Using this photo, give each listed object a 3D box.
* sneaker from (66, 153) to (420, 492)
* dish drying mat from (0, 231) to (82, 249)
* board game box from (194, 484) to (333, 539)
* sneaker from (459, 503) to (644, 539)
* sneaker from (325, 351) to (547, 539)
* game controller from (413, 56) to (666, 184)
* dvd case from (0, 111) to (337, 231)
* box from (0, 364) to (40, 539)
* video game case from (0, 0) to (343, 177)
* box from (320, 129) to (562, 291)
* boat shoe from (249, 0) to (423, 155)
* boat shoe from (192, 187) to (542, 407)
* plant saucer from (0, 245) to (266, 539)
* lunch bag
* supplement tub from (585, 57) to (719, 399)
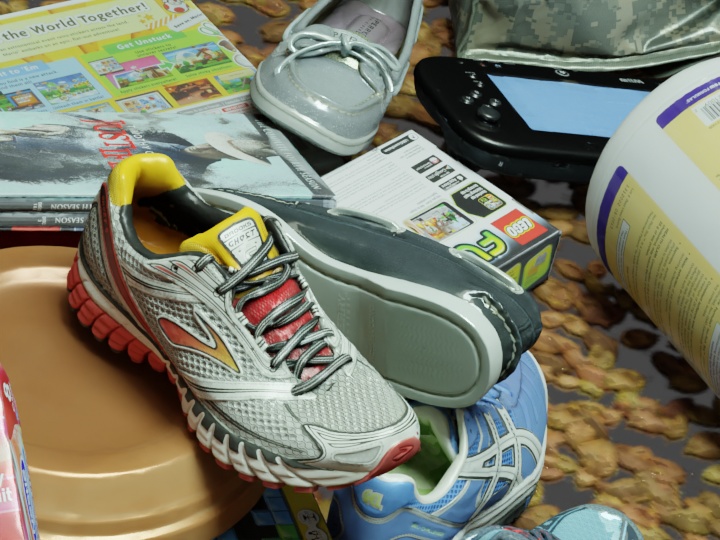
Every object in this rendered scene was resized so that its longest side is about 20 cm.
[{"bbox_3d":[-0.053,0.023,1.292,0.200,0.083,0.078,37,42,27],"label":"sneaker"},{"bbox_3d":[-0.213,-0.022,1.479,0.198,0.018,0.077,4,41,-2],"label":"dish drying mat"},{"bbox_3d":[-0.112,0.100,1.350,0.164,0.057,0.200,-2,40,-23],"label":"board game box"},{"bbox_3d":[0.074,0.150,1.313,0.079,0.096,0.200,31,40,20],"label":"sneaker"},{"bbox_3d":[0.043,0.084,1.404,0.075,0.077,0.200,22,36,12],"label":"sneaker"},{"bbox_3d":[0.126,-0.082,1.657,0.199,0.042,0.105,5,39,-28],"label":"game controller"},{"bbox_3d":[-0.126,-0.051,1.493,0.199,0.022,0.146,1,19,-17],"label":"dvd case"},{"bbox_3d":[-0.229,0.109,1.197,0.199,0.096,0.100,-10,71,-4],"label":"box"},{"bbox_3d":[-0.138,-0.082,1.604,0.199,0.023,0.182,-16,47,-33],"label":"video game case"},{"bbox_3d":[0.000,0.000,1.532,0.110,0.035,0.200,36,42,25],"label":"box"},{"bbox_3d":[-0.006,-0.121,1.632,0.074,0.065,0.202,28,26,4],"label":"boat shoe"},{"bbox_3d":[-0.010,0.007,1.394,0.199,0.076,0.060,26,34,23],"label":"boat shoe"},{"bbox_3d":[-0.131,0.051,1.331,0.199,0.038,0.201,8,38,-6],"label":"plant saucer"},{"bbox_3d":[0.151,-0.198,1.770,0.199,0.118,0.164,2,37,-8],"label":"lunch bag"},{"bbox_3d":[0.220,0.001,1.513,0.145,0.146,0.200,-11,44,-30],"label":"supplement tub"}]
